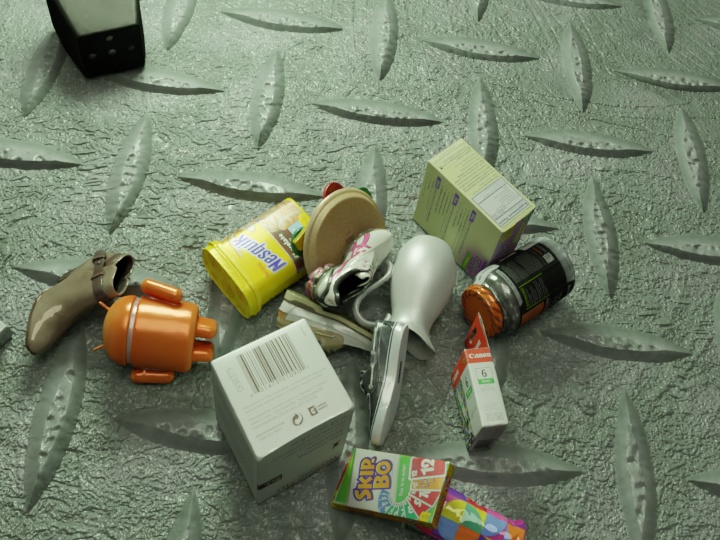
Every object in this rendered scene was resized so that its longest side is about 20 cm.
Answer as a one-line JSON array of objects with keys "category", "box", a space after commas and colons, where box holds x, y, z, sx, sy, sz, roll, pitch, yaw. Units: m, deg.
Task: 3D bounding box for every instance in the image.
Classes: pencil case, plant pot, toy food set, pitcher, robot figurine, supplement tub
[{"category": "pencil case", "box": [0.155, 0.385, 1.123, 0.196, 0.089, 0.089, 26, 58, 8]}, {"category": "plant pot", "box": [-0.551, -0.536, 1.551, 0.195, 0.200, 0.181, -19, 73, -19]}, {"category": "toy food set", "box": [-0.032, -0.057, 1.327, 0.048, 0.200, 0.201, 19, 61, 45]}, {"category": "pitcher", "box": [0.082, 0.033, 1.307, 0.168, 0.121, 0.204, 24, 64, -11]}, {"category": "robot figurine", "box": [-0.338, 0.102, 1.205, 0.194, 0.146, 0.119, 7, 46, -11]}, {"category": "supplement tub", "box": [0.288, 0.033, 1.338, 0.197, 0.124, 0.123, -28, 65, -23]}]

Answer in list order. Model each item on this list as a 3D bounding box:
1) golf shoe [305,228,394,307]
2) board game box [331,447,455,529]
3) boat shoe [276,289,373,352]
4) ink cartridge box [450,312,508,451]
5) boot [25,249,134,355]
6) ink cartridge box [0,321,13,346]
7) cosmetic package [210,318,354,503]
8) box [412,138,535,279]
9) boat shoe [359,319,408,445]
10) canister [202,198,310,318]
[{"category": "golf shoe", "box": [0.000, 0.000, 1.277, 0.091, 0.074, 0.199, 20, 51, 43]}, {"category": "board game box", "box": [0.042, 0.328, 1.112, 0.196, 0.030, 0.097, -5, 47, 38]}, {"category": "boat shoe", "box": [-0.054, 0.106, 1.280, 0.196, 0.075, 0.070, 26, 91, -5]}, {"category": "ink cartridge box", "box": [0.192, 0.188, 1.235, 0.049, 0.110, 0.204, -4, 58, -10]}, {"category": "boot", "box": [-0.466, 0.046, 1.227, 0.142, 0.071, 0.204, -12, 45, 21]}, {"category": "ink cartridge box", "box": [-0.718, 0.118, 1.194, 0.197, 0.044, 0.199, 32, 59, 10]}, {"category": "cosmetic package", "box": [-0.123, 0.218, 1.118, 0.162, 0.202, 0.167, -23, 62, -21]}, {"category": "box", "box": [0.210, -0.110, 1.385, 0.096, 0.178, 0.200, -33, 67, -25]}, {"category": "boat shoe", "box": [0.031, 0.184, 1.215, 0.066, 0.072, 0.206, 9, 86, 18]}, {"category": "canister", "box": [-0.170, -0.029, 1.337, 0.198, 0.087, 0.149, -35, 69, -27]}]
